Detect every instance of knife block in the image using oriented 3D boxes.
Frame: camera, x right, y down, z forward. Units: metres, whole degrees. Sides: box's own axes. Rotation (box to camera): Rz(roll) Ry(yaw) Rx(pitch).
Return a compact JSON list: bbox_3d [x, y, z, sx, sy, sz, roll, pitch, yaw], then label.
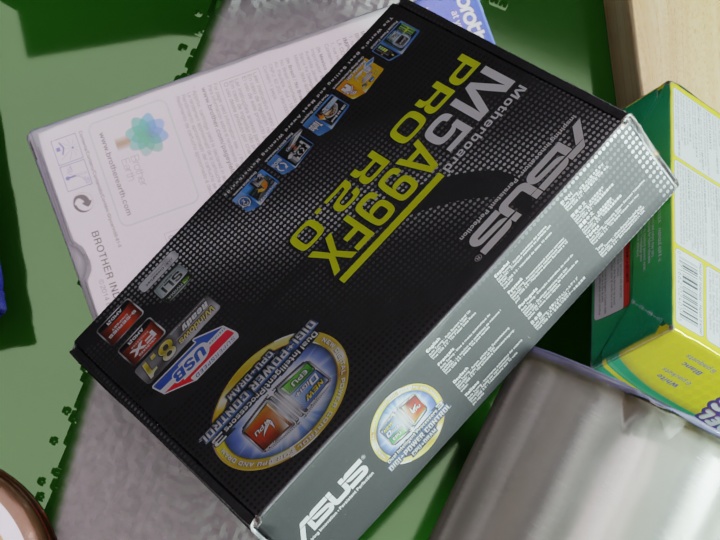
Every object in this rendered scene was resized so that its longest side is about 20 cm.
[{"bbox_3d":[0.126,-0.148,0.956,0.175,0.064,0.200,39,82,5],"label":"knife block"}]

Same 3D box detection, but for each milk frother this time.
[{"bbox_3d":[0.025,0.116,0.847,0.199,0.180,0.189,27,84,-10],"label":"milk frother"}]

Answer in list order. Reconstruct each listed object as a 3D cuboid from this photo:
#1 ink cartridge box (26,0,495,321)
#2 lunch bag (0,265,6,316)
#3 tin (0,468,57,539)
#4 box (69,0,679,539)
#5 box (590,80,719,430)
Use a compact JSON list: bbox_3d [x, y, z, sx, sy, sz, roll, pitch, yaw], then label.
[{"bbox_3d":[-0.027,-0.034,0.946,0.199,0.042,0.120,-20,83,-2],"label":"ink cartridge box"},{"bbox_3d":[-0.252,-0.048,0.905,0.199,0.127,0.171,-7,76,-13],"label":"lunch bag"},{"bbox_3d":[-0.215,0.154,0.913,0.199,0.042,0.112,-34,87,-6],"label":"tin"},{"bbox_3d":[0.000,0.000,0.850,0.200,0.160,0.044,-47,127,-5],"label":"box"},{"bbox_3d":[0.174,0.022,0.883,0.199,0.048,0.118,28,50,-30],"label":"box"}]
